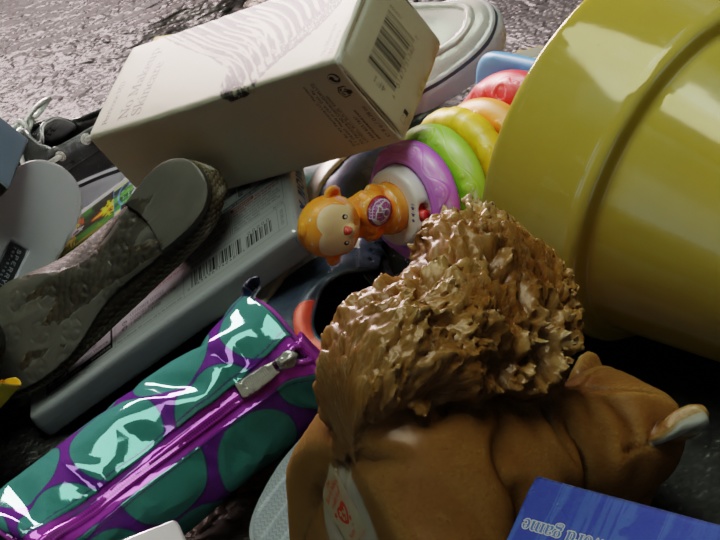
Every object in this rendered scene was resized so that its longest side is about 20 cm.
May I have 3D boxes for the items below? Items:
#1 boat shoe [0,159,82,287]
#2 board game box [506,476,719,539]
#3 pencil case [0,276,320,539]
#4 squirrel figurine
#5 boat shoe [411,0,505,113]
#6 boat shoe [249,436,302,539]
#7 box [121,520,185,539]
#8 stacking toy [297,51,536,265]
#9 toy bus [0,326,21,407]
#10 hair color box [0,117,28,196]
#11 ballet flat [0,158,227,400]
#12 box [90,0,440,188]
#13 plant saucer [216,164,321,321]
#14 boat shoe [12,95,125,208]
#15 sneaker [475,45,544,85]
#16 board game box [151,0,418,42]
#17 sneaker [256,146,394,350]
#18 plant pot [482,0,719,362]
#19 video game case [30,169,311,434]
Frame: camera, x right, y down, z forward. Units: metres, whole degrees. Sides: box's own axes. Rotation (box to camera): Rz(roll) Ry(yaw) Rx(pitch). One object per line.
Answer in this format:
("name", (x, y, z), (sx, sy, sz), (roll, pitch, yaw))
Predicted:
("boat shoe", (-0.239, 0.023, 1.347), (0.070, 0.071, 0.201), (-32, 29, 61))
("board game box", (0.114, 0.197, 0.873), (0.199, 0.041, 0.201), (10, 67, 42))
("pencil case", (-0.103, 0.097, 1.144), (0.200, 0.085, 0.092), (-40, -3, -18))
("squirrel figurine", (0.071, 0.070, 1.034), (0.186, 0.202, 0.141), (-16, 20, -26))
("boat shoe", (-0.008, -0.136, 1.399), (0.199, 0.070, 0.071), (-16, 49, 13))
("boat shoe", (0.032, 0.089, 1.136), (0.200, 0.062, 0.072), (-41, 37, -5))
("box", (-0.088, 0.221, 0.944), (0.101, 0.113, 0.200), (-20, 33, -9))
("stacking toy", (0.045, -0.046, 1.244), (0.199, 0.117, 0.109), (-18, 27, -38))
("toy bus", (-0.319, 0.055, 1.237), (0.200, 0.135, 0.192), (46, 104, 26))
("hair color box", (-0.307, -0.037, 1.358), (0.200, 0.099, 0.061), (-40, 23, 28))
("ballet flat", (-0.152, 0.008, 1.276), (0.200, 0.046, 0.068), (-41, 70, 14))
("box", (-0.056, -0.103, 1.267), (0.199, 0.068, 0.083), (-14, 42, 38))
("plant saucer", (-0.082, -0.036, 1.412), (0.199, 0.028, 0.201), (-12, 32, 7))
("boat shoe", (-0.204, -0.074, 1.457), (0.198, 0.068, 0.074), (-15, 26, 28))
("sneaker", (0.172, -0.116, 1.386), (0.199, 0.075, 0.090), (-23, 31, 5))
("board game box", (-0.062, -0.137, 1.533), (0.198, 0.035, 0.136), (-7, 25, 14))
("sneaker", (0.000, 0.000, 1.283), (0.084, 0.075, 0.201), (3, 47, 29))
("plant pot", (0.195, -0.036, 1.153), (0.188, 0.202, 0.200), (32, 54, 32))
("video game case", (-0.116, -0.014, 1.320), (0.199, 0.022, 0.183), (-35, 32, 17))
